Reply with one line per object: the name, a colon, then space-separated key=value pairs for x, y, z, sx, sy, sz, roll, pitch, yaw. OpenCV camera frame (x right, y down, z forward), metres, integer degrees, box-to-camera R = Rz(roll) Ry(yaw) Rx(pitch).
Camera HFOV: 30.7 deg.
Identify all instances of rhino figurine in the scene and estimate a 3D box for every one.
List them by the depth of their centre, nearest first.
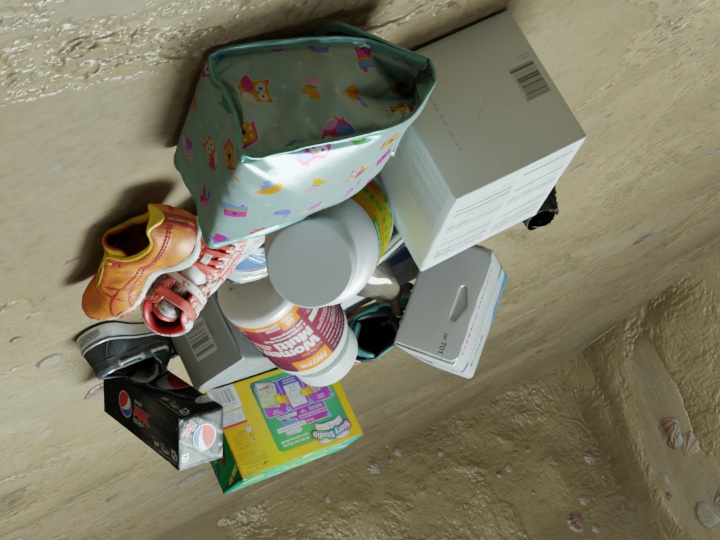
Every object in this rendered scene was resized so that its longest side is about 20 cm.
rhino figurine: x=0.000 y=0.000 z=1.551 sx=0.087 sy=0.060 sz=0.200 roll=9 pitch=157 yaw=41

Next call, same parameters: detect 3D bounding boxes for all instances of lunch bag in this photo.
lunch bag: x=-0.044 y=-0.120 z=1.121 sx=0.199 sy=0.123 sz=0.171 roll=-16 pitch=161 yaw=-23

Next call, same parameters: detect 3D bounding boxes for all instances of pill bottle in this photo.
pill bottle: x=-0.032 y=-0.030 z=1.278 sx=0.111 sy=0.111 sz=0.200 roll=-32 pitch=-172 yaw=15
pill bottle: x=-0.081 y=0.057 z=1.560 sx=0.109 sy=0.110 sz=0.200 roll=-30 pitch=143 yaw=6

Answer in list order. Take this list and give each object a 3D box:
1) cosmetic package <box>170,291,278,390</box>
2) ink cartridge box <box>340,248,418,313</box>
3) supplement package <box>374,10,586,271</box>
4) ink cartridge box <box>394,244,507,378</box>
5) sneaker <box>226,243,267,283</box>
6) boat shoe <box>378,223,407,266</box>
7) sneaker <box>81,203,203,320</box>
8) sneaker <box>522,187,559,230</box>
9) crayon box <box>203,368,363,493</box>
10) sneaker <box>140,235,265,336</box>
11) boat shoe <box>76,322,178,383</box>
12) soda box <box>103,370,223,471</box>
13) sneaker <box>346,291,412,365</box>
cosmetic package: x=-0.152 y=0.085 z=1.654 sx=0.090 sy=0.107 sz=0.200 roll=-33 pitch=167 yaw=21
ink cartridge box: x=0.016 y=-0.014 z=1.691 sx=0.199 sy=0.077 sz=0.137 roll=-29 pitch=167 yaw=-8
supplement package: x=0.103 y=-0.125 z=1.316 sx=0.150 sy=0.152 sz=0.200 roll=-26 pitch=166 yaw=-15
ink cartridge box: x=0.117 y=0.047 z=1.639 sx=0.200 sy=0.085 sz=0.147 roll=39 pitch=71 yaw=-74
sneaker: x=-0.064 y=-0.046 z=1.423 sx=0.199 sy=0.076 sz=0.077 roll=-24 pitch=161 yaw=-24
boat shoe: x=0.050 y=-0.054 z=1.441 sx=0.200 sy=0.074 sz=0.063 roll=-46 pitch=133 yaw=-26
sneaker: x=-0.228 y=-0.013 z=1.278 sx=0.077 sy=0.073 sz=0.200 roll=20 pitch=141 yaw=-31
sneaker: x=0.231 y=-0.102 z=1.739 sx=0.075 sy=0.107 sz=0.200 roll=-35 pitch=165 yaw=23
crayon box: x=-0.105 y=0.191 z=1.656 sx=0.199 sy=0.119 sz=0.058 roll=-15 pitch=163 yaw=-39
sneaker: x=-0.153 y=-0.008 z=1.313 sx=0.201 sy=0.067 sz=0.108 roll=-42 pitch=-164 yaw=44
boat shoe: x=-0.262 y=0.103 z=1.577 sx=0.071 sy=0.068 sz=0.200 roll=-33 pitch=166 yaw=16
soda box: x=-0.243 y=0.169 z=1.600 sx=0.063 sy=0.071 sz=0.199 roll=-11 pitch=-158 yaw=-36
sneaker: x=-0.007 y=0.089 z=1.732 sx=0.199 sy=0.072 sz=0.080 roll=-31 pitch=-177 yaw=33
